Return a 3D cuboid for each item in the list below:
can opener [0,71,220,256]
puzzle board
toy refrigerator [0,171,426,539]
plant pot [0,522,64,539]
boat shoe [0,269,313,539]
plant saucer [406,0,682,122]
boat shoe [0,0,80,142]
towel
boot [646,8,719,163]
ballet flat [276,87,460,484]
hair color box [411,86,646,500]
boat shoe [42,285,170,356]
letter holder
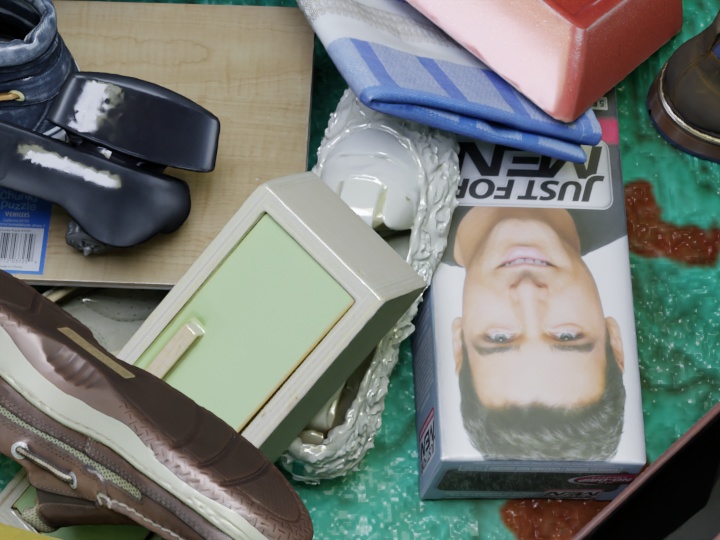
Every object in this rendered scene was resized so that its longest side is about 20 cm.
[{"bbox_3d":[-0.163,-0.056,1.277,0.199,0.063,0.079,12,84,-16],"label":"can opener"},{"bbox_3d":[-0.123,-0.058,1.352,0.199,0.017,0.151,2,62,3],"label":"puzzle board"},{"bbox_3d":[-0.069,0.056,1.277,0.076,0.070,0.200,44,108,9],"label":"toy refrigerator"},{"bbox_3d":[-0.162,0.214,1.198,0.195,0.195,0.201,16,56,-2],"label":"plant pot"},{"bbox_3d":[-0.109,0.079,1.222,0.202,0.075,0.075,36,105,24],"label":"boat shoe"},{"bbox_3d":[0.061,-0.169,1.405,0.200,0.037,0.200,40,28,6],"label":"plant saucer"},{"bbox_3d":[-0.223,-0.113,1.324,0.199,0.091,0.071,11,62,9],"label":"boat shoe"},{"bbox_3d":[0.021,-0.132,1.367,0.146,0.024,0.200,11,36,-38],"label":"towel"},{"bbox_3d":[0.248,-0.085,1.433,0.199,0.097,0.075,7,67,-6],"label":"boot"},{"bbox_3d":[0.000,0.000,1.331,0.071,0.072,0.201,12,87,-4],"label":"ballet flat"},{"bbox_3d":[0.075,0.006,1.387,0.098,0.061,0.201,1,68,-10],"label":"hair color box"},{"bbox_3d":[-0.085,0.008,1.358,0.200,0.063,0.073,-25,74,-18],"label":"boat shoe"},{"bbox_3d":[0.166,0.120,1.310,0.200,0.142,0.101,-40,79,-21],"label":"letter holder"}]
